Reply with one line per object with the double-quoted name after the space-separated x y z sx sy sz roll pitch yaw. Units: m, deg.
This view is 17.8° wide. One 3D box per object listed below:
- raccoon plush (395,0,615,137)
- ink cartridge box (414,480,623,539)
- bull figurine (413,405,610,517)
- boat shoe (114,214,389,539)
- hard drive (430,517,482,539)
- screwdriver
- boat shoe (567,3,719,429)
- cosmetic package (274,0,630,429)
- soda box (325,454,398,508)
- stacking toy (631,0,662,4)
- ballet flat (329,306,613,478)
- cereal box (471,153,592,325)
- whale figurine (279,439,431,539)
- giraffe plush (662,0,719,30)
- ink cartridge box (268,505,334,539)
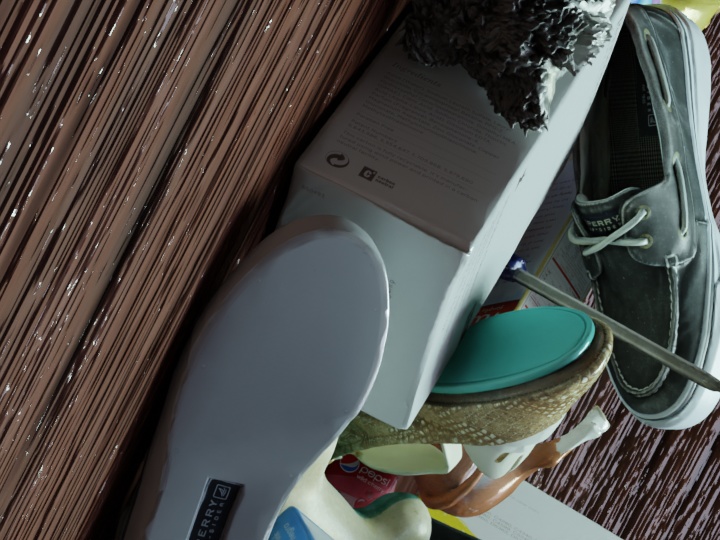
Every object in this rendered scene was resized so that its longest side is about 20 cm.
0.050 -0.140 0.855 0.134 0.097 0.200 -52 143 3 "raccoon plush"
0.058 0.228 1.338 0.147 0.146 0.200 -65 171 28 "ink cartridge box"
0.060 0.074 1.293 0.121 0.065 0.200 -34 -156 3 "bull figurine"
-0.049 0.064 0.883 0.070 0.071 0.201 -118 -133 -66 "boat shoe"
0.032 0.190 1.055 0.200 0.033 0.140 11 -99 70 "hard drive"
0.085 0.006 1.028 0.029 0.200 0.028 -50 144 -21 "screwdriver"
0.124 -0.027 1.065 0.071 0.072 0.201 6 77 -48 "boat shoe"
0.035 -0.044 0.966 0.200 0.081 0.113 -54 167 -44 "cosmetic package"
-0.027 0.158 1.325 0.070 0.063 0.200 -59 172 -23 "soda box"
0.101 -0.155 1.087 0.086 0.085 0.200 -61 165 -12 "stacking toy"
0.041 0.057 1.003 0.200 0.065 0.070 -4 -150 48 "ballet flat"
0.060 -0.003 1.150 0.143 0.040 0.200 -15 -150 41 "cereal box"
-0.046 0.126 1.010 0.159 0.104 0.201 -23 131 -21 "whale figurine"
0.172 -0.181 1.240 0.162 0.200 0.173 -28 -151 31 "giraffe plush"
-0.057 0.207 0.943 0.200 0.116 0.068 -43 -145 4 "ink cartridge box"
